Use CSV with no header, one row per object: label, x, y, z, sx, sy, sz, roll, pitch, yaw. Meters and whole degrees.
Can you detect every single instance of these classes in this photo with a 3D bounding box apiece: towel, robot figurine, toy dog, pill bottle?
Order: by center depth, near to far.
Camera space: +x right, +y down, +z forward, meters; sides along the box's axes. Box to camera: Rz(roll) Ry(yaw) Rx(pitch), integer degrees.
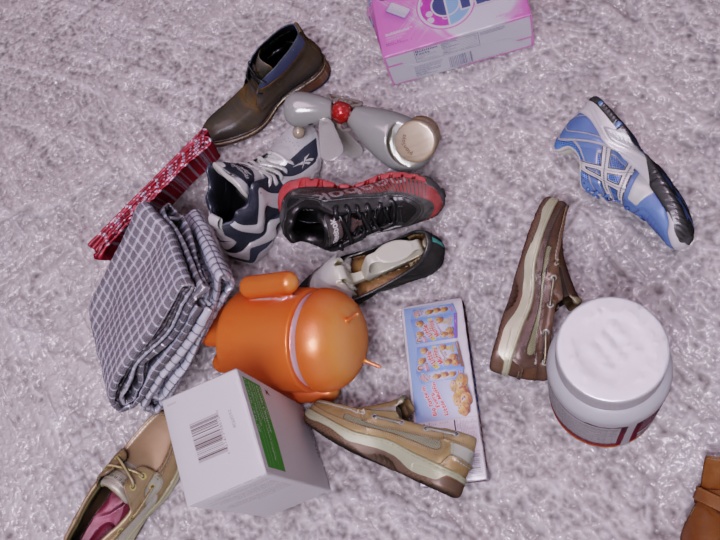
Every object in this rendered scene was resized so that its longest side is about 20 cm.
pill bottle,0.230,0.098,0.726,0.109,0.200,0.110,-5,68,13
robot figurine,-0.076,0.077,0.855,0.200,0.117,0.144,-2,84,29
towel,-0.235,0.037,0.880,0.200,0.085,0.166,-56,40,21
toy dog,0.006,-0.152,0.944,0.200,0.132,0.097,20,107,29
towel,-0.250,-0.087,0.968,0.022,0.145,0.200,43,84,-3

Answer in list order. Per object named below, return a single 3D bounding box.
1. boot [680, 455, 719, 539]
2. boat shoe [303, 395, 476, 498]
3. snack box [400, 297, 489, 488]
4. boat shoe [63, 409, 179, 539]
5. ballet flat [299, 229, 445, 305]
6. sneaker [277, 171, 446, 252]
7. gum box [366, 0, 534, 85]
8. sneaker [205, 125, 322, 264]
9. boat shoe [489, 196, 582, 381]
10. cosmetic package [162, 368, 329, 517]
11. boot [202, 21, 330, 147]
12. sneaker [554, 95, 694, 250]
boot,0.394,0.257,0.693,0.200,0.074,0.155,12,69,16
boat shoe,0.032,0.167,0.816,0.200,0.072,0.076,17,74,31
snack box,0.090,0.131,0.847,0.072,0.024,0.200,-10,67,13
boat shoe,-0.263,0.246,0.874,0.074,0.066,0.200,22,76,21
ballet flat,0.000,0.000,0.899,0.200,0.068,0.068,-25,67,5
sneaker,-0.003,-0.064,0.888,0.200,0.071,0.098,-2,35,9
gum box,0.110,-0.324,0.996,0.200,0.066,0.114,-14,67,10
sneaker,-0.122,-0.116,0.943,0.079,0.130,0.199,32,80,22
boat shoe,0.202,0.023,0.839,0.075,0.075,0.203,17,84,13
cosmetic package,-0.109,0.181,0.785,0.085,0.200,0.108,-24,67,7
boot,-0.139,-0.245,1.016,0.200,0.097,0.075,-36,64,-1
sneaker,0.295,-0.099,0.866,0.077,0.076,0.200,-40,62,22
